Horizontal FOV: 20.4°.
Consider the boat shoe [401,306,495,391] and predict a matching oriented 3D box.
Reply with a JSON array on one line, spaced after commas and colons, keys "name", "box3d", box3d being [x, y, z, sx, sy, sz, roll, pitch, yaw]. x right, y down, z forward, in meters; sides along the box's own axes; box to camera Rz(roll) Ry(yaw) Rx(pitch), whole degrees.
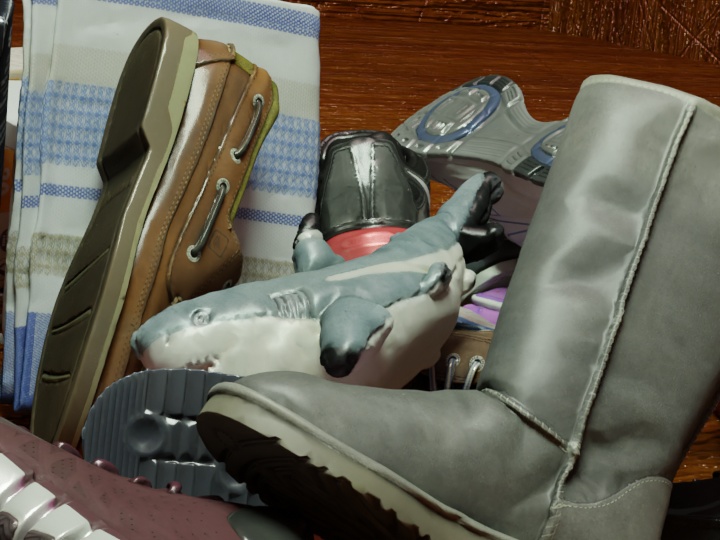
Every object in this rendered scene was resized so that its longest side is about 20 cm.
[{"name": "boat shoe", "box3d": [0.052, 0.058, 0.879, 0.072, 0.073, 0.200, -6, 6, -30]}]

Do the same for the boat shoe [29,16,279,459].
[{"name": "boat shoe", "box3d": [-0.080, -0.005, 0.831, 0.068, 0.201, 0.072, 22, -16, -24]}]

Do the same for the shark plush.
[{"name": "shark plush", "box3d": [0.000, 0.000, 0.824, 0.083, 0.091, 0.200, 35, 58, 19]}]

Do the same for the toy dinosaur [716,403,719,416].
[{"name": "toy dinosaur", "box3d": [0.171, 0.004, 0.950, 0.199, 0.182, 0.105, -7, 41, -28]}]

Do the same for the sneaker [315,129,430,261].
[{"name": "sneaker", "box3d": [0.005, -0.018, 1.025, 0.070, 0.099, 0.200, -7, -11, -1]}]

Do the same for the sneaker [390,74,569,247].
[{"name": "sneaker", "box3d": [0.083, -0.042, 1.022, 0.074, 0.087, 0.200, -35, 31, -16]}]

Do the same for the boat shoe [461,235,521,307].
[{"name": "boat shoe", "box3d": [0.083, -0.006, 1.124, 0.073, 0.062, 0.200, -36, -12, 18]}]

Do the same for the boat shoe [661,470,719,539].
[{"name": "boat shoe", "box3d": [0.163, 0.094, 0.764, 0.200, 0.063, 0.074, 5, 13, 1]}]

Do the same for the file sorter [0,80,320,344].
[{"name": "file sorter", "box3d": [-0.129, -0.023, 1.005, 0.138, 0.125, 0.200, -1, 13, -27]}]

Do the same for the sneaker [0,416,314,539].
[{"name": "sneaker", "box3d": [-0.089, 0.089, 0.648, 0.200, 0.076, 0.115, 29, 18, 37]}]

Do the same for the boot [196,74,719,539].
[{"name": "boot", "box3d": [0.057, 0.013, 0.691, 0.181, 0.201, 0.073, 29, -21, -14]}]

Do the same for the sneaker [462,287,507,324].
[{"name": "sneaker", "box3d": [0.097, 0.043, 0.973, 0.114, 0.073, 0.200, 4, 1, 8]}]

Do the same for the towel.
[{"name": "towel", "box3d": [-0.087, -0.033, 0.887, 0.146, 0.201, 0.024, 5, -7, -27]}]

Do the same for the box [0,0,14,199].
[{"name": "box", "box3d": [-0.249, -0.028, 0.822, 0.199, 0.183, 0.104, 5, 11, -10]}]

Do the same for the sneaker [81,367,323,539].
[{"name": "sneaker", "box3d": [-0.002, 0.078, 0.741, 0.199, 0.071, 0.082, 15, -11, -3]}]

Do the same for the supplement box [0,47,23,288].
[{"name": "supplement box", "box3d": [-0.189, -0.065, 1.177, 0.073, 0.127, 0.200, 11, 13, 27]}]
